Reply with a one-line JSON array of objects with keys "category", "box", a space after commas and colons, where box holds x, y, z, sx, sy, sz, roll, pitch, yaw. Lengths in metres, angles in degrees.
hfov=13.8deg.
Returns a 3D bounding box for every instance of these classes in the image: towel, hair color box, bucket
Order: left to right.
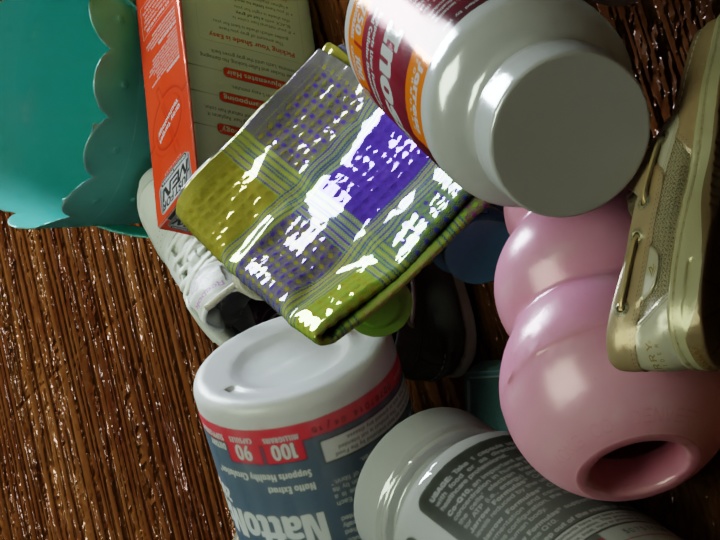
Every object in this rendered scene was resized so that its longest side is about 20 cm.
[{"category": "bucket", "box": [-0.163, -0.121, 1.995, 0.207, 0.134, 0.209, -1, 89, 59]}, {"category": "hair color box", "box": [-0.080, -0.113, 1.860, 0.061, 0.101, 0.201, -48, 39, 43]}, {"category": "towel", "box": [-0.018, -0.045, 1.649, 0.144, 0.023, 0.200, -43, 37, -3]}]

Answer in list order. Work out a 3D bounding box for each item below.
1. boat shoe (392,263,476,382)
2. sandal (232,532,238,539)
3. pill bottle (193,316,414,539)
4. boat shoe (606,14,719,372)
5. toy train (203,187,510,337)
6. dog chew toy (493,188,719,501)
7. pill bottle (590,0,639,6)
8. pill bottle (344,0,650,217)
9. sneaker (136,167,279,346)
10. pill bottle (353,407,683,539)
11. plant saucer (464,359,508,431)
[{"category": "boat shoe", "box": [0.015, -0.025, 1.774, 0.067, 0.057, 0.201, -51, 48, 45]}, {"category": "sandal", "box": [-0.037, 0.221, 1.805, 0.054, 0.080, 0.201, -50, 26, 34]}, {"category": "pill bottle", "box": [-0.015, 0.135, 1.715, 0.119, 0.119, 0.201, 24, 135, 56]}, {"category": "boat shoe", "box": [0.159, -0.042, 1.464, 0.064, 0.071, 0.201, -7, 53, 31]}, {"category": "toy train", "box": [0.000, 0.000, 1.668, 0.199, 0.085, 0.116, -33, 28, 11]}, {"category": "dog chew toy", "box": [0.125, 0.017, 1.543, 0.125, 0.124, 0.201, -51, 39, 45]}, {"category": "pill bottle", "box": [0.172, -0.208, 1.469, 0.200, 0.110, 0.111, -35, 60, 53]}, {"category": "pill bottle", "box": [0.071, -0.101, 1.518, 0.200, 0.112, 0.114, -131, 50, -63]}, {"category": "sneaker", "box": [-0.081, -0.004, 1.859, 0.200, 0.099, 0.075, 46, 105, 29]}, {"category": "pill bottle", "box": [0.090, 0.155, 1.583, 0.200, 0.113, 0.115, 34, 118, 50]}, {"category": "plant saucer", "box": [0.083, 0.151, 1.697, 0.070, 0.019, 0.202, -6, 83, 58]}]
